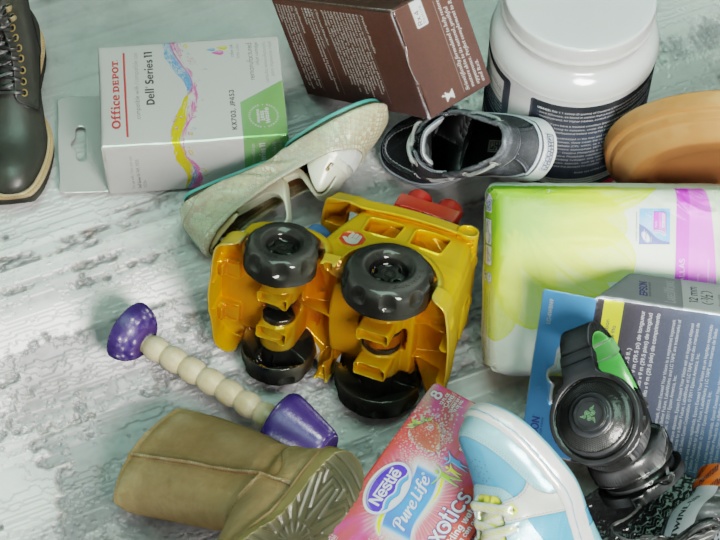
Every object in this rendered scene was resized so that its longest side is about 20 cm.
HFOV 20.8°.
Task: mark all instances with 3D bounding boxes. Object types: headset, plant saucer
[{"bbox_3d":[0.195,0.120,1.383,0.094,0.124,0.200,-23,44,19],"label":"headset"},{"bbox_3d":[0.297,-0.083,1.592,0.200,0.200,0.038,5,66,3],"label":"plant saucer"}]

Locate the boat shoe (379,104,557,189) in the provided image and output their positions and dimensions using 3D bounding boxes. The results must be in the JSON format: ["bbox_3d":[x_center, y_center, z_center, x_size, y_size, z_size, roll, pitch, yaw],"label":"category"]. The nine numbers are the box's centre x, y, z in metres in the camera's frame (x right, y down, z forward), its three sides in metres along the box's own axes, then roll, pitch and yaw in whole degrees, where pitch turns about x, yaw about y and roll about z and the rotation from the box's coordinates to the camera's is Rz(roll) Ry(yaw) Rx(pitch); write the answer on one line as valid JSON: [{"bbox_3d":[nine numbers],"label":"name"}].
[{"bbox_3d":[0.071,-0.103,1.618,0.068,0.200,0.072,7,91,-38],"label":"boat shoe"}]

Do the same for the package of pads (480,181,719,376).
[{"bbox_3d":[0.196,0.009,1.561,0.200,0.068,0.155,1,98,-1],"label":"package of pads"}]

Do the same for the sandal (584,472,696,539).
[{"bbox_3d":[0.173,0.210,1.476,0.200,0.048,0.075,-27,75,-3],"label":"sandal"}]

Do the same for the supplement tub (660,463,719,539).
[{"bbox_3d":[0.257,0.245,1.382,0.122,0.123,0.200,16,72,10],"label":"supplement tub"}]

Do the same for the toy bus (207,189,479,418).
[{"bbox_3d":[0.000,0.000,1.578,0.200,0.136,0.192,16,43,13],"label":"toy bus"}]

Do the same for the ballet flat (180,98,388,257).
[{"bbox_3d":[-0.055,-0.072,1.642,0.200,0.067,0.062,-28,69,8],"label":"ballet flat"}]

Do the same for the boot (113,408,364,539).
[{"bbox_3d":[-0.113,0.181,1.429,0.200,0.066,0.175,7,40,46],"label":"boot"}]

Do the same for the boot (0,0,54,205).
[{"bbox_3d":[-0.309,-0.170,1.675,0.077,0.138,0.200,-7,57,-6],"label":"boot"}]

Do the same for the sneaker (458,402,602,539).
[{"bbox_3d":[0.098,0.201,1.366,0.131,0.080,0.200,-39,109,-25],"label":"sneaker"}]

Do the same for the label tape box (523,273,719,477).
[{"bbox_3d":[0.231,0.080,1.503,0.200,0.143,0.066,9,24,6],"label":"label tape box"}]

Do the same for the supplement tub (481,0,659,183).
[{"bbox_3d":[0.174,-0.164,1.641,0.140,0.200,0.141,1,56,-1],"label":"supplement tub"}]

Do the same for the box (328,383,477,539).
[{"bbox_3d":[0.041,0.197,1.451,0.095,0.100,0.200,28,60,17],"label":"box"}]

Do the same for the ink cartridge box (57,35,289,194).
[{"bbox_3d":[-0.165,-0.134,1.695,0.200,0.067,0.117,-5,56,-4],"label":"ink cartridge box"}]

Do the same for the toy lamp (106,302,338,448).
[{"bbox_3d":[-0.107,0.095,1.547,0.200,0.058,0.058,31,60,21],"label":"toy lamp"}]

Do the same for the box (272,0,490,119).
[{"bbox_3d":[0.015,-0.197,1.663,0.075,0.100,0.200,-31,26,-22],"label":"box"}]
